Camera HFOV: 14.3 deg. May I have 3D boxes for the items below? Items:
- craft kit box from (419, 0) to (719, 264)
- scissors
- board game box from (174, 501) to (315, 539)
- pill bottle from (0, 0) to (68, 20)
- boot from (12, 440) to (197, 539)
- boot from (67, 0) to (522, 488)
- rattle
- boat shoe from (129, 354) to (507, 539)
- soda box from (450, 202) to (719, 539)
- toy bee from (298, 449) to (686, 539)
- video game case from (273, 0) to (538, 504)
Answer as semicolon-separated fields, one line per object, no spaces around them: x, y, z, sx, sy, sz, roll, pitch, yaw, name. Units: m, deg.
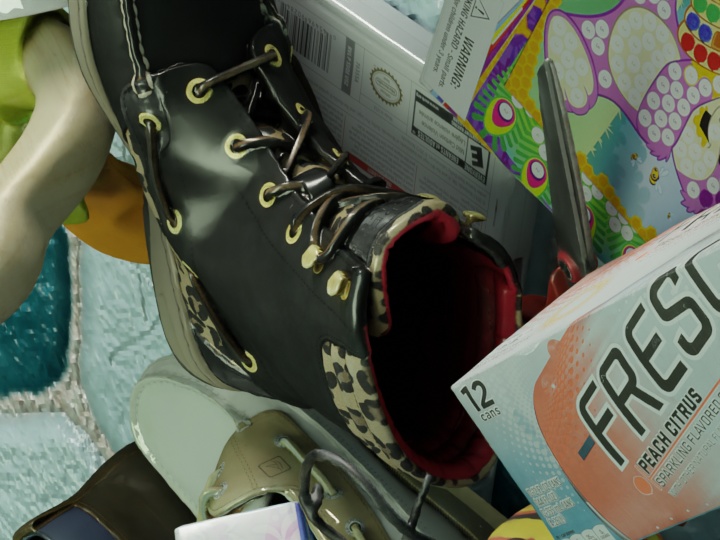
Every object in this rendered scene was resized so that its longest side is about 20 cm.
0.113;-0.071;0.786;0.197;0.048;0.201;44;139;26;craft kit box
0.070;0.008;0.848;0.073;0.014;0.200;57;166;21;scissors
-0.003;0.203;0.846;0.200;0.041;0.201;73;-175;-57;board game box
-0.125;-0.192;0.973;0.112;0.112;0.201;7;115;51;pill bottle
-0.050;0.156;1.076;0.201;0.097;0.075;58;144;13;boot
-0.021;-0.031;0.912;0.150;0.073;0.201;28;134;51;boot
-0.126;0.015;0.984;0.201;0.129;0.143;-96;-6;-47;rattle
-0.025;0.084;0.998;0.200;0.068;0.075;27;129;43;boat shoe
0.112;0.011;0.730;0.064;0.068;0.200;55;142;-2;soda box
0.069;0.116;0.849;0.131;0.109;0.201;32;146;33;toy bee
0.000;0.000;0.994;0.143;0.018;0.201;37;135;35;video game case
